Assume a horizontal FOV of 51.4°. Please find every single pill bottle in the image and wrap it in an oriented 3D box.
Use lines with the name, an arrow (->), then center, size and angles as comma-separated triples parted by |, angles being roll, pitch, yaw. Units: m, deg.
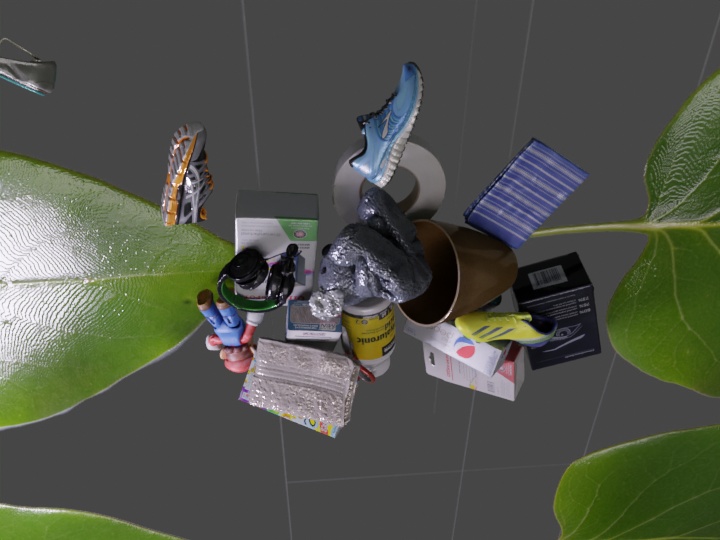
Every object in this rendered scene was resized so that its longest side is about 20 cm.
pill bottle -> 0.014, 0.113, 1.467 | 0.110, 0.112, 0.201 | -6, 130, -1

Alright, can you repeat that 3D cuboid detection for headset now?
headset -> -0.165, 0.020, 1.273 | 0.123, 0.094, 0.200 | 26, 133, -26

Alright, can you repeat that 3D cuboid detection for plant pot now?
plant pot -> 0.184, -0.002, 1.358 | 0.199, 0.187, 0.187 | -5, 135, -38

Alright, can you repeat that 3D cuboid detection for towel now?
towel -> 0.298, -0.133, 1.358 | 0.144, 0.024, 0.200 | 26, 122, -25
towel -> -0.104, 0.206, 1.381 | 0.199, 0.034, 0.134 | 11, 93, 7

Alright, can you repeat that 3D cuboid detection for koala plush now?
koala plush -> 0.000, 0.000, 1.282 | 0.184, 0.178, 0.200 | 46, 129, -14

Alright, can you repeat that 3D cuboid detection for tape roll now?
tape roll -> 0.049, -0.148, 1.311 | 0.201, 0.037, 0.204 | -3, 129, -4

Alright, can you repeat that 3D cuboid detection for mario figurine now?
mario figurine -> -0.250, 0.111, 1.470 | 0.106, 0.123, 0.201 | -39, 134, -27

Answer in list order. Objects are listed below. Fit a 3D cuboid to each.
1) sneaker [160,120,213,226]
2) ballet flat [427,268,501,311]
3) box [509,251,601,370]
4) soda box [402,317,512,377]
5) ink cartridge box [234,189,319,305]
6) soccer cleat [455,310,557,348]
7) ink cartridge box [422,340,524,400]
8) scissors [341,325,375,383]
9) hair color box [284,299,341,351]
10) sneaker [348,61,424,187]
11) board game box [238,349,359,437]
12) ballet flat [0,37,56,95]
sneaker -> -0.281, -0.160, 1.249 | 0.077, 0.079, 0.201 | 3, 133, -25
ballet flat -> 0.177, 0.043, 1.462 | 0.199, 0.072, 0.072 | 16, 125, -16
box -> 0.385, 0.084, 1.488 | 0.147, 0.105, 0.201 | -15, 129, 6
soda box -> 0.187, 0.125, 1.451 | 0.199, 0.068, 0.064 | 27, 117, 21
ink cartridge box -> -0.153, -0.036, 1.347 | 0.144, 0.088, 0.201 | 2, 131, -8
soccer cleat -> 0.269, 0.096, 1.375 | 0.199, 0.065, 0.084 | 9, 140, -20
ink cartridge box -> 0.233, 0.182, 1.542 | 0.199, 0.068, 0.117 | 13, 134, 26
scissors -> -0.027, 0.160, 1.431 | 0.073, 0.014, 0.200 | 12, 147, 33
hair color box -> -0.092, 0.109, 1.421 | 0.099, 0.061, 0.200 | 3, 163, -7
sneaker -> 0.040, -0.238, 1.191 | 0.089, 0.078, 0.201 | 21, 101, -4
board game box -> -0.117, 0.232, 1.453 | 0.199, 0.105, 0.104 | 20, 92, 7
ballet flat -> -0.551, -0.319, 1.104 | 0.199, 0.067, 0.064 | 16, 98, -19
